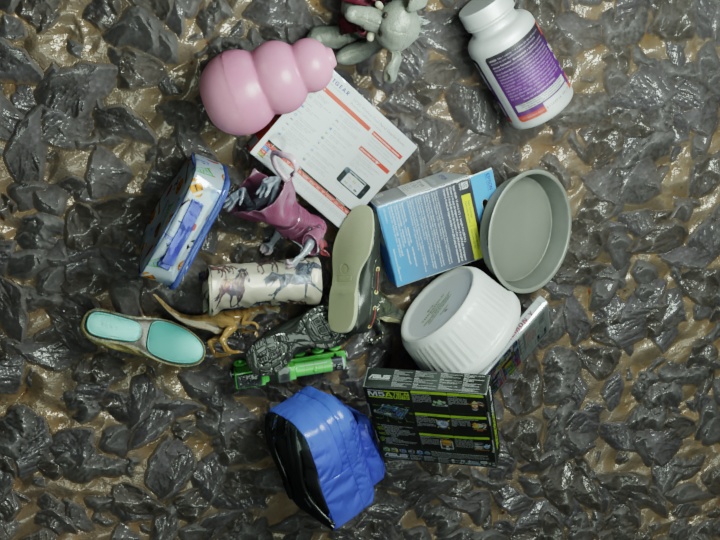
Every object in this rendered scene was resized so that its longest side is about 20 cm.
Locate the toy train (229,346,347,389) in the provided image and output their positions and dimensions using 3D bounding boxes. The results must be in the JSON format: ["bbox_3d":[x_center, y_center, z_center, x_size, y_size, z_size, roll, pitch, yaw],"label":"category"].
[{"bbox_3d":[-0.116,0.159,1.785,0.199,0.056,0.042,-9,112,-9],"label":"toy train"}]

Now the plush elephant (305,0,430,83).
[{"bbox_3d":[0.023,-0.365,1.568,0.199,0.155,0.166,11,107,-16],"label":"plush elephant"}]

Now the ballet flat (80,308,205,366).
[{"bbox_3d":[-0.345,0.107,1.711,0.199,0.071,0.071,17,105,-17],"label":"ballet flat"}]

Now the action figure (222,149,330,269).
[{"bbox_3d":[-0.110,-0.085,1.660,0.200,0.134,0.149,31,87,-43],"label":"action figure"}]

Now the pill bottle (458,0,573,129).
[{"bbox_3d":[0.233,-0.327,1.654,0.111,0.111,0.200,-35,113,2],"label":"pill bottle"}]

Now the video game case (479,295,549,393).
[{"bbox_3d":[0.246,0.138,1.784,0.023,0.200,0.182,40,85,18],"label":"video game case"}]

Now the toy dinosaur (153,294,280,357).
[{"bbox_3d":[-0.230,0.086,1.742,0.199,0.060,0.107,-5,82,-14],"label":"toy dinosaur"}]

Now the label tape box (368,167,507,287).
[{"bbox_3d":[0.125,-0.076,1.748,0.199,0.066,0.144,-20,113,-11],"label":"label tape box"}]

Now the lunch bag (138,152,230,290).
[{"bbox_3d":[-0.264,-0.070,1.611,0.075,0.160,0.201,25,102,-19],"label":"lunch bag"}]

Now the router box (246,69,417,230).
[{"bbox_3d":[-0.043,-0.192,1.676,0.200,0.049,0.180,40,97,-22],"label":"router box"}]

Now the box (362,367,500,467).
[{"bbox_3d":[0.116,0.235,1.723,0.199,0.048,0.194,2,133,17],"label":"box"}]

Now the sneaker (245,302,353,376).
[{"bbox_3d":[-0.095,0.098,1.748,0.199,0.091,0.076,-21,102,-4],"label":"sneaker"}]

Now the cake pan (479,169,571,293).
[{"bbox_3d":[0.265,-0.065,1.755,0.199,0.037,0.202,-9,105,-39],"label":"cake pan"}]

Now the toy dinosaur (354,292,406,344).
[{"bbox_3d":[0.026,0.075,1.793,0.199,0.047,0.088,32,94,-24],"label":"toy dinosaur"}]

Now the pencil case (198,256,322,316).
[{"bbox_3d":[-0.152,0.024,1.704,0.199,0.089,0.078,-5,75,-20],"label":"pencil case"}]

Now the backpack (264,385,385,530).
[{"bbox_3d":[-0.063,0.290,1.794,0.168,0.162,0.201,-35,117,-30],"label":"backpack"}]

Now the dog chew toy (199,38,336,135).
[{"bbox_3d":[-0.131,-0.276,1.575,0.199,0.125,0.125,-20,113,6],"label":"dog chew toy"}]

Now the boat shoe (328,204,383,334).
[{"bbox_3d":[-0.002,0.000,1.689,0.063,0.073,0.203,8,89,-48],"label":"boat shoe"}]

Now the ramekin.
[{"bbox_3d":[0.152,0.082,1.737,0.202,0.202,0.094,-44,111,6],"label":"ramekin"}]
